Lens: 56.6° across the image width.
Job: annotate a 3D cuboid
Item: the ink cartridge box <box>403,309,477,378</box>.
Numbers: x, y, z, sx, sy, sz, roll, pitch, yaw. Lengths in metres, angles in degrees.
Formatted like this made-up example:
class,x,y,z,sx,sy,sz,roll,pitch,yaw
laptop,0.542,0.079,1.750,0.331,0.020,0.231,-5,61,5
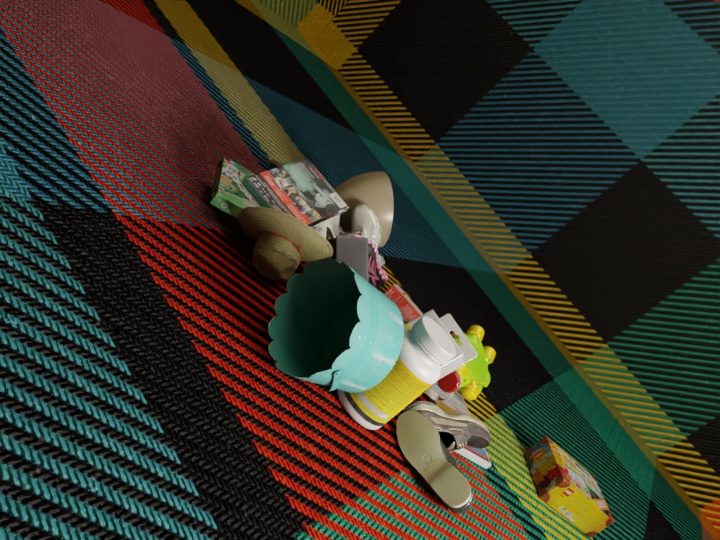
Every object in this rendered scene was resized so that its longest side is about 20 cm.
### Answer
class,x,y,z,sx,sy,sz,roll,pitch,yaw
ink cartridge box,0.121,0.159,1.310,0.115,0.199,0.068,57,-12,27

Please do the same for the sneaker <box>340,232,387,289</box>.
class,x,y,z,sx,sy,sz,roll,pitch,yaw
sneaker,0.000,0.000,1.503,0.200,0.079,0.096,59,46,-43

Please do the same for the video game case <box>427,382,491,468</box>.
class,x,y,z,sx,sy,sz,roll,pitch,yaw
video game case,0.205,0.324,1.455,0.143,0.017,0.200,36,21,-33

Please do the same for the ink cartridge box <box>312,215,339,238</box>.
class,x,y,z,sx,sy,sz,roll,pitch,yaw
ink cartridge box,-0.128,-0.093,1.434,0.173,0.044,0.200,32,35,-25

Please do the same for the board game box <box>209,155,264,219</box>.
class,x,y,z,sx,sy,sz,roll,pitch,yaw
board game box,-0.197,-0.132,1.322,0.200,0.029,0.135,30,34,-26

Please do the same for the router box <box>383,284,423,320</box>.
class,x,y,z,sx,sy,sz,roll,pitch,yaw
router box,0.124,0.115,1.579,0.180,0.049,0.200,49,3,5

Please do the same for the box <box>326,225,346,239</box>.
class,x,y,z,sx,sy,sz,roll,pitch,yaw
box,-0.123,-0.121,1.586,0.200,0.048,0.158,47,18,-1

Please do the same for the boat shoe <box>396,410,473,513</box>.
class,x,y,z,sx,sy,sz,roll,pitch,yaw
boat shoe,0.127,0.338,1.180,0.202,0.073,0.063,52,-11,37

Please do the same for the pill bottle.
class,x,y,z,sx,sy,sz,roll,pitch,yaw
pill bottle,0.063,0.173,1.149,0.112,0.200,0.113,41,19,-18

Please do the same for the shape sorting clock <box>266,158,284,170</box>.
class,x,y,z,sx,sy,sz,roll,pitch,yaw
shape sorting clock,-0.127,-0.199,1.522,0.199,0.039,0.200,30,-2,1

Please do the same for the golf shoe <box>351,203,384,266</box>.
class,x,y,z,sx,sy,sz,roll,pitch,yaw
golf shoe,0.004,-0.069,1.627,0.097,0.078,0.201,0,77,-57

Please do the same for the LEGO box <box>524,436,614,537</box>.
class,x,y,z,sx,sy,sz,roll,pitch,yaw
LEGO box,0.503,0.524,1.620,0.200,0.077,0.149,41,19,-21

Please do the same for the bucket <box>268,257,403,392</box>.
class,x,y,z,sx,sy,sz,roll,pitch,yaw
bucket,-0.038,0.097,1.091,0.135,0.207,0.208,33,23,-43

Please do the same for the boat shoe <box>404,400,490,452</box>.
class,x,y,z,sx,sy,sz,roll,pitch,yaw
boat shoe,0.169,0.319,1.298,0.199,0.075,0.074,22,45,-22

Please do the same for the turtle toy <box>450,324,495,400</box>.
class,x,y,z,sx,sy,sz,roll,pitch,yaw
turtle toy,0.246,0.228,1.576,0.146,0.101,0.200,-56,130,-32

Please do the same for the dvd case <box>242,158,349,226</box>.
class,x,y,z,sx,sy,sz,roll,pitch,yaw
dvd case,-0.126,-0.153,1.360,0.146,0.022,0.200,50,39,7

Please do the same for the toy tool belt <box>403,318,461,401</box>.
class,x,y,z,sx,sy,sz,roll,pitch,yaw
toy tool belt,0.140,0.187,1.410,0.200,0.125,0.123,34,5,24

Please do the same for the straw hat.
class,x,y,z,sx,sy,sz,roll,pitch,yaw
straw hat,-0.156,-0.029,1.246,0.201,0.201,0.085,35,62,-34

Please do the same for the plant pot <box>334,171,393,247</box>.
class,x,y,z,sx,sy,sz,roll,pitch,yaw
plant pot,-0.009,-0.163,1.757,0.134,0.201,0.201,1,38,-18

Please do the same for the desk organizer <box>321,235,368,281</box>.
class,x,y,z,sx,sy,sz,roll,pitch,yaw
desk organizer,-0.032,0.037,1.312,0.071,0.077,0.201,3,84,-28
